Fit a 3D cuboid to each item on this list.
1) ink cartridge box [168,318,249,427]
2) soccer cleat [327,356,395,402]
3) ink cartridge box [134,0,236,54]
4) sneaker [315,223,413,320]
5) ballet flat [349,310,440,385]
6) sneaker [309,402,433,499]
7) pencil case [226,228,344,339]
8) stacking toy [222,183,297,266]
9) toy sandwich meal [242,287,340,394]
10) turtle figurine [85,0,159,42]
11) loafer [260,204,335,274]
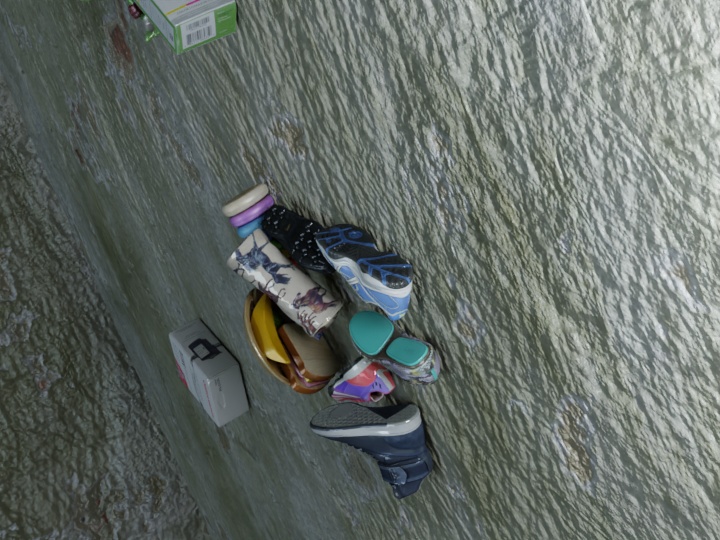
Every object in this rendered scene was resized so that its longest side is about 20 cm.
[{"bbox_3d":[-0.337,0.227,2.626,0.200,0.083,0.147,41,149,45],"label":"ink cartridge box"},{"bbox_3d":[0.001,0.184,1.867,0.073,0.068,0.200,48,156,5],"label":"soccer cleat"},{"bbox_3d":[-0.278,-0.419,1.765,0.201,0.103,0.060,50,154,29],"label":"ink cartridge box"},{"bbox_3d":[0.000,0.000,1.645,0.200,0.075,0.078,41,145,45],"label":"sneaker"},{"bbox_3d":[0.050,0.118,1.686,0.200,0.071,0.073,29,140,56],"label":"ballet flat"},{"bbox_3d":[0.020,0.283,1.838,0.200,0.077,0.148,-1,120,34],"label":"sneaker"},{"bbox_3d":[-0.119,0.018,1.851,0.199,0.078,0.089,40,179,4],"label":"pencil case"},{"bbox_3d":[-0.144,-0.038,1.937,0.202,0.085,0.085,60,158,-11],"label":"stacking toy"},{"bbox_3d":[-0.116,0.109,1.967,0.070,0.205,0.207,-30,86,25],"label":"toy sandwich meal"},{"bbox_3d":[-0.407,-0.448,1.915,0.143,0.201,0.194,-30,113,37],"label":"turtle figurine"},{"bbox_3d":[-0.081,-0.044,1.804,0.070,0.069,0.200,33,-178,-39],"label":"loafer"}]
